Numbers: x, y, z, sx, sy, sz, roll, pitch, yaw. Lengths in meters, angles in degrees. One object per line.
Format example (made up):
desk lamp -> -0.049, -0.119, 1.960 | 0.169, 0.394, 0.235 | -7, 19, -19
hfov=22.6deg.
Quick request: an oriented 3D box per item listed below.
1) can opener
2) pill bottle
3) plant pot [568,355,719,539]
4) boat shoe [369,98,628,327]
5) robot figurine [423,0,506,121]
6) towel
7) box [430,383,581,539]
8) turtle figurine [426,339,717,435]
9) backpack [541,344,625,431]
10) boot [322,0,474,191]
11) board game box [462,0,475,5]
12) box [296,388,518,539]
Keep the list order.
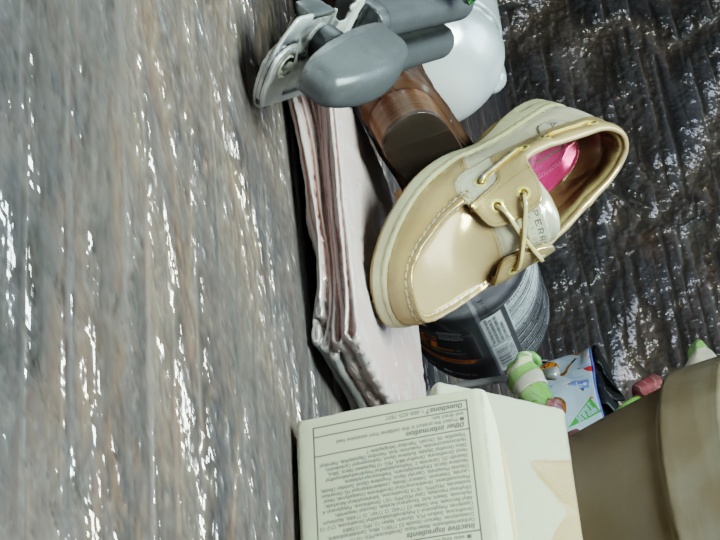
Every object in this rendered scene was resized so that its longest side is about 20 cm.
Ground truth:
can opener -> 0.013, -0.114, 0.945 | 0.200, 0.067, 0.053 | -25, 147, -57
pill bottle -> 0.069, 0.000, 1.244 | 0.200, 0.106, 0.107 | 59, 21, -66
plant pot -> 0.165, 0.167, 1.076 | 0.200, 0.173, 0.200 | 49, 32, -46
boat shoe -> 0.082, -0.035, 1.002 | 0.200, 0.069, 0.074 | -45, 130, -37
robot figurine -> 0.038, -0.180, 1.243 | 0.169, 0.113, 0.200 | 21, 49, -38
towel -> 0.000, 0.000, 1.031 | 0.200, 0.032, 0.191 | 64, 18, -59
box -> 0.064, 0.164, 0.926 | 0.200, 0.078, 0.095 | -91, -162, -47
turtle figurine -> 0.154, 0.120, 1.266 | 0.200, 0.193, 0.144 | 131, -60, -72
backpack -> 0.203, 0.177, 1.767 | 0.200, 0.154, 0.191 | -98, -178, -64
boot -> 0.026, -0.112, 1.119 | 0.200, 0.064, 0.187 | 65, 3, 39
board game box -> -0.006, -0.235, 0.980 | 0.200, 0.023, 0.105 | 48, -6, 27
box -> 0.026, 0.159, 0.786 | 0.078, 0.095, 0.200 | 70, 13, -48
